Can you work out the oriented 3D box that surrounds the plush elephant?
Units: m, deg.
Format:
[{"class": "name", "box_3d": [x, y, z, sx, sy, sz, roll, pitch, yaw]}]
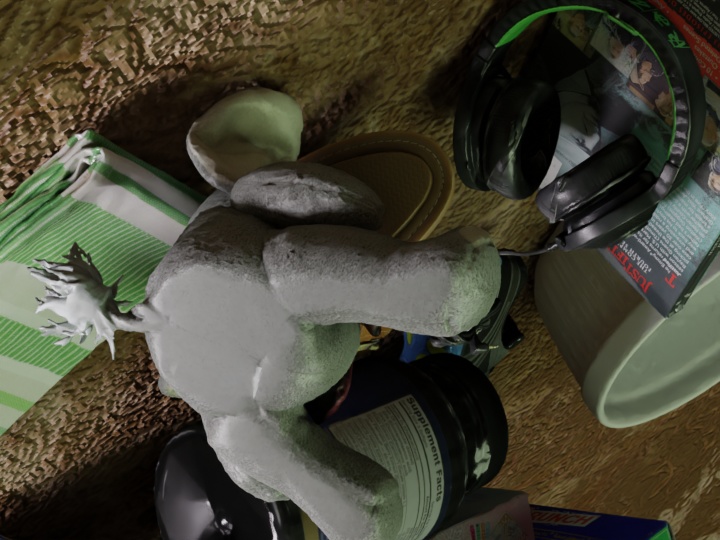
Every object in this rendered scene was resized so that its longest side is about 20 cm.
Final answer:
[{"class": "plush elephant", "box_3d": [-0.034, 0.008, 0.866, 0.155, 0.198, 0.166, -56, 161, -62]}]

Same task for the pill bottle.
[{"class": "pill bottle", "box_3d": [-0.010, 0.114, 1.076, 0.199, 0.112, 0.112, -18, 151, -43]}]

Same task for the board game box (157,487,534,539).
[{"class": "board game box", "box_3d": [-0.028, 0.180, 1.186, 0.198, 0.044, 0.199, -19, -168, -40]}]

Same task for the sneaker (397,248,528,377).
[{"class": "sneaker", "box_3d": [0.062, 0.059, 1.210, 0.082, 0.071, 0.201, -15, 145, -26]}]

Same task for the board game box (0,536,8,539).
[{"class": "board game box", "box_3d": [-0.133, 0.238, 1.123, 0.201, 0.197, 0.044, 85, 27, -62]}]

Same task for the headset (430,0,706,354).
[{"class": "headset", "box_3d": [0.094, -0.049, 0.974, 0.094, 0.123, 0.201, -33, 152, -54]}]

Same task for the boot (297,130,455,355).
[{"class": "boot", "box_3d": [0.000, 0.000, 1.013, 0.200, 0.077, 0.155, -44, 158, 23]}]

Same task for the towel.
[{"class": "towel", "box_3d": [-0.162, 0.022, 0.913, 0.200, 0.023, 0.152, -41, 156, 10]}]

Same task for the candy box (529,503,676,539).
[{"class": "candy box", "box_3d": [0.082, 0.224, 1.185, 0.199, 0.078, 0.168, -29, -162, -37]}]

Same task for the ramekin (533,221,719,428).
[{"class": "ramekin", "box_3d": [0.209, 0.001, 1.259, 0.199, 0.105, 0.201, -29, 155, -15]}]

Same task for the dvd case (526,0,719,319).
[{"class": "dvd case", "box_3d": [0.153, -0.087, 0.987, 0.022, 0.146, 0.201, -28, 155, -37]}]
